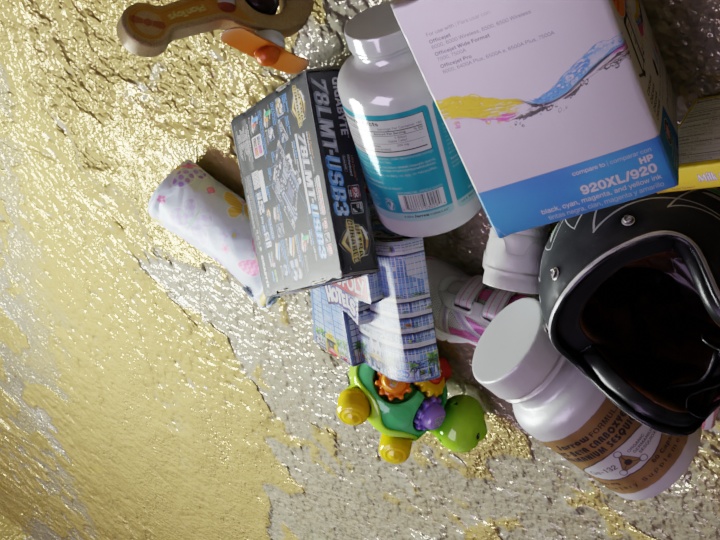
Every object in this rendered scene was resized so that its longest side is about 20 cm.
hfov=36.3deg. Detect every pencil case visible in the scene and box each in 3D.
[{"bbox_3d":[-0.159,-0.044,1.318,0.200,0.083,0.091,39,123,6],"label":"pencil case"}]

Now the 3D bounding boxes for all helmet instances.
[{"bbox_3d":[0.244,0.013,0.887,0.191,0.200,0.200,44,147,18],"label":"helmet"}]

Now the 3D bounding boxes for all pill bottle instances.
[{"bbox_3d":[0.204,0.114,0.999,0.200,0.115,0.114,35,149,-21],"label":"pill bottle"},{"bbox_3d":[0.045,-0.138,0.997,0.111,0.111,0.200,12,135,35],"label":"pill bottle"}]

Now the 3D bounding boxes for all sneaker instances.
[{"bbox_3d":[0.152,-0.047,0.998,0.073,0.200,0.116,9,97,6],"label":"sneaker"},{"bbox_3d":[0.136,0.041,1.137,0.200,0.081,0.088,31,144,1],"label":"sneaker"}]

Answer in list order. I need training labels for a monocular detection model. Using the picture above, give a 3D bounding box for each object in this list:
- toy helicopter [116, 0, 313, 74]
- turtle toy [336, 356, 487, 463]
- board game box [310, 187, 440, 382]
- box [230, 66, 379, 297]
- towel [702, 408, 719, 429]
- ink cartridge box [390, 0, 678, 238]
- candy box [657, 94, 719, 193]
[{"bbox_3d":[-0.124,-0.227,0.986,0.133,0.200,0.079,59,145,6],"label":"toy helicopter"},{"bbox_3d":[0.063,0.144,1.275,0.101,0.146,0.200,-30,119,31],"label":"turtle toy"},{"bbox_3d":[0.000,0.000,1.149,0.200,0.061,0.201,24,127,62],"label":"board game box"},{"bbox_3d":[-0.060,-0.081,1.105,0.198,0.050,0.201,-16,85,61],"label":"box"},{"bbox_3d":[0.251,0.097,1.074,0.199,0.030,0.147,0,134,12],"label":"towel"},{"bbox_3d":[0.137,-0.160,0.817,0.144,0.147,0.200,-16,119,25],"label":"ink cartridge box"},{"bbox_3d":[0.314,-0.101,0.782,0.200,0.102,0.026,-3,125,46],"label":"candy box"}]
